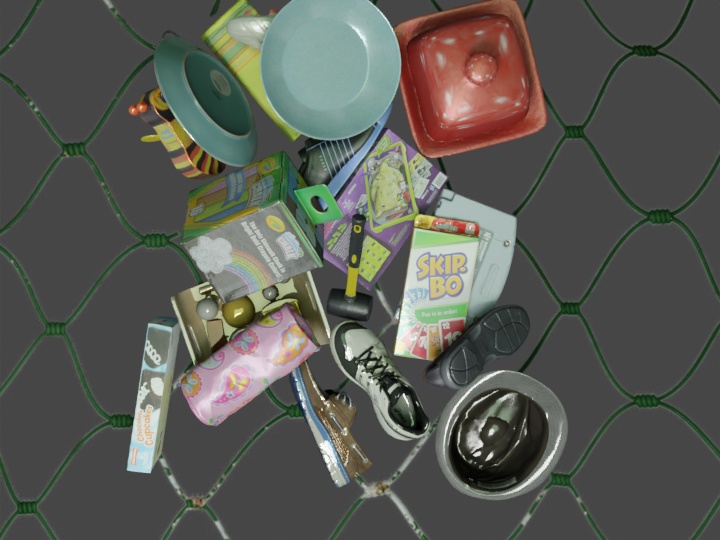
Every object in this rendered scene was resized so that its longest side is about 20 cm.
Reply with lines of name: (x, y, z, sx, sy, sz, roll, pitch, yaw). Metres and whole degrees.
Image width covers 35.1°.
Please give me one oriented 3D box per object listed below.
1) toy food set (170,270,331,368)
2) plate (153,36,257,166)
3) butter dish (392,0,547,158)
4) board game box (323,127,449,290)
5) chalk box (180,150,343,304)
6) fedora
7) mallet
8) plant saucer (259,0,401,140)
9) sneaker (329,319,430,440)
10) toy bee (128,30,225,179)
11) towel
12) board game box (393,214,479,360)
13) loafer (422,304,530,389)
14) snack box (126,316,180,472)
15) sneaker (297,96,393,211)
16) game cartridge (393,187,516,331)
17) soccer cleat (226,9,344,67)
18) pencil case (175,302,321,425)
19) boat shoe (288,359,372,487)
toy food set: (-0.152, 0.069, 1.615, 0.199, 0.060, 0.145, -20, 94, -1)
plate: (-0.198, -0.233, 1.532, 0.025, 0.200, 0.201, -31, 95, 26)
butter dish: (0.156, -0.271, 1.570, 0.198, 0.148, 0.202, -14, 94, -1)
board game box: (0.023, -0.086, 1.618, 0.120, 0.032, 0.201, 36, 90, -24)
chalk box: (-0.123, -0.066, 1.533, 0.199, 0.124, 0.125, -21, 126, 14)
fedora: (0.198, 0.226, 1.625, 0.176, 0.090, 0.201, 25, 103, -1)
mallet: (0.000, 0.000, 1.569, 0.065, 0.201, 0.041, 16, 49, -1)
plant saucer: (-0.044, -0.280, 1.551, 0.199, 0.039, 0.203, -3, 101, -17)
sneaker: (0.035, 0.152, 1.604, 0.076, 0.088, 0.201, -40, 101, -17)
toy bee: (-0.268, -0.210, 1.571, 0.201, 0.108, 0.131, 54, 134, 4)
towel: (-0.131, -0.285, 1.621, 0.086, 0.018, 0.200, -41, 94, 3)
board game box: (0.108, 0.027, 1.606, 0.095, 0.030, 0.202, 8, 96, -3)
loafer: (0.161, 0.104, 1.592, 0.200, 0.063, 0.072, -32, 104, -42)
snack box: (-0.286, 0.169, 1.585, 0.037, 0.116, 0.202, 9, 92, -3)
sneaker: (-0.035, -0.175, 1.603, 0.078, 0.070, 0.201, 35, 92, -11)
game cartridge: (0.143, -0.002, 1.632, 0.132, 0.042, 0.201, 20, 97, -8)
soccer cleat: (-0.089, -0.310, 1.580, 0.198, 0.069, 0.078, 7, 84, -17)
pencil case: (-0.153, 0.131, 1.566, 0.200, 0.087, 0.088, -38, 94, 2)
boat shoe: (-0.043, 0.206, 1.628, 0.072, 0.072, 0.201, -24, 105, -8)
